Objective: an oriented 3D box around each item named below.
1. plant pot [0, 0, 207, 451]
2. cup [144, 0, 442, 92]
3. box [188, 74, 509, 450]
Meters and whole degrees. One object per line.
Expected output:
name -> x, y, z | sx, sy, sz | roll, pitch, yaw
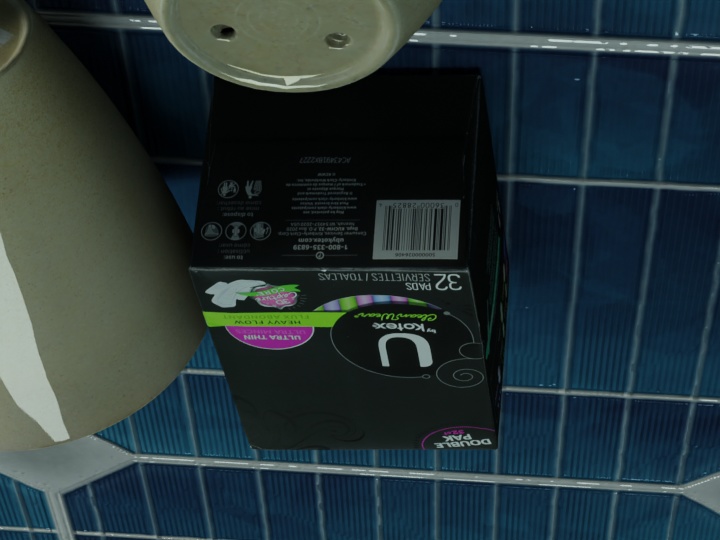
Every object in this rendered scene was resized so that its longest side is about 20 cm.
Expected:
plant pot -> -0.186, -0.043, 1.300 | 0.187, 0.187, 0.200 | -1, 135, 11
cup -> -0.029, -0.163, 1.082 | 0.200, 0.143, 0.200 | 4, 149, 3
box -> 0.000, 0.000, 1.367 | 0.148, 0.124, 0.200 | 1, 150, 8
